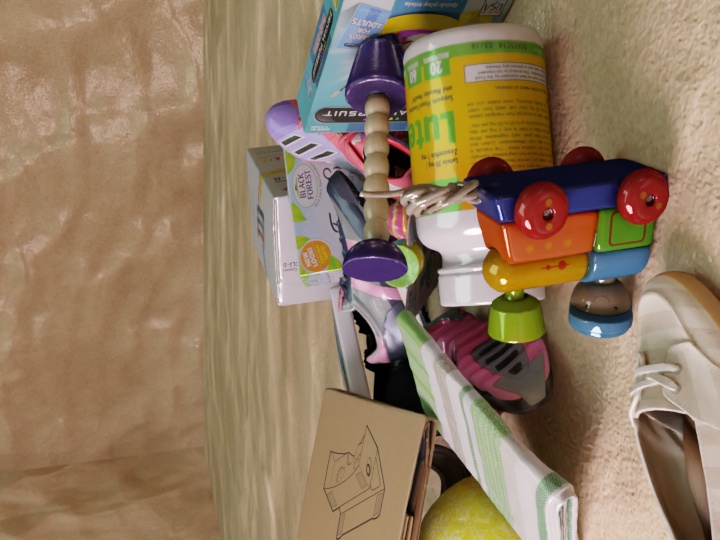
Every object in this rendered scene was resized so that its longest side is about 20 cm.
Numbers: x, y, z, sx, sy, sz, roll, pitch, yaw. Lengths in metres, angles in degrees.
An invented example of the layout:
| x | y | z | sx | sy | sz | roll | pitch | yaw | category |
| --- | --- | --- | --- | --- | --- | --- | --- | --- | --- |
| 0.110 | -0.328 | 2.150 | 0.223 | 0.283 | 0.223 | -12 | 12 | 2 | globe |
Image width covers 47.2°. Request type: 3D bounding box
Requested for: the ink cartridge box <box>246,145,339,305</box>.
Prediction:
| x | y | z | sx | sy | sz | roll | pitch | yaw | category |
| --- | --- | --- | --- | --- | --- | --- | --- | --- | --- |
| -0.059 | -0.068 | 1.065 | 0.200 | 0.143 | 0.147 | -124 | 30 | -59 | ink cartridge box |

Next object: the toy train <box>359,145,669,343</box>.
| x | y | z | sx | sy | sz | roll | pitch | yaw | category |
| --- | --- | --- | --- | --- | --- | --- | --- | --- | --- |
| 0.093 | -0.007 | 0.520 | 0.085 | 0.197 | 0.118 | -134 | 39 | -64 | toy train |

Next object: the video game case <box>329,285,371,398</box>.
| x | y | z | sx | sy | sz | roll | pitch | yaw | category |
| --- | --- | --- | --- | --- | --- | --- | --- | --- | --- |
| -0.004 | 0.146 | 0.969 | 0.183 | 0.023 | 0.203 | 89 | 169 | -63 | video game case |

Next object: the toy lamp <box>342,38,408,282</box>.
| x | y | z | sx | sy | sz | roll | pitch | yaw | category |
| --- | --- | --- | --- | --- | --- | --- | --- | --- | --- |
| 0.012 | -0.093 | 0.661 | 0.058 | 0.057 | 0.203 | 127 | 148 | -65 | toy lamp |

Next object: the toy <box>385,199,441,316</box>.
| x | y | z | sx | sy | sz | roll | pitch | yaw | category |
| --- | --- | --- | --- | --- | --- | --- | --- | --- | --- |
| 0.046 | -0.030 | 0.763 | 0.200 | 0.046 | 0.117 | -53 | -33 | -71 | toy |

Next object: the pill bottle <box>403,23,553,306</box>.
| x | y | z | sx | sy | sz | roll | pitch | yaw | category |
| --- | --- | --- | --- | --- | --- | --- | --- | --- | --- |
| 0.094 | -0.076 | 0.640 | 0.111 | 0.109 | 0.203 | 171 | 95 | -73 | pill bottle |

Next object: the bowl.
| x | y | z | sx | sy | sz | roll | pitch | yaw | category |
| --- | --- | --- | --- | --- | --- | --- | --- | --- | --- |
| 0.092 | 0.288 | 0.736 | 0.200 | 0.106 | 0.204 | 176 | 90 | -72 | bowl |

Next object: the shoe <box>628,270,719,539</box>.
| x | y | z | sx | sy | sz | roll | pitch | yaw | category |
| --- | --- | --- | --- | --- | --- | --- | --- | --- | --- |
| 0.190 | 0.096 | 0.464 | 0.070 | 0.053 | 0.203 | 126 | 137 | -64 | shoe |

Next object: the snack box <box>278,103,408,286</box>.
| x | y | z | sx | sy | sz | roll | pitch | yaw | category |
| --- | --- | --- | --- | --- | --- | --- | --- | --- | --- |
| -0.010 | -0.095 | 0.916 | 0.053 | 0.140 | 0.203 | 72 | -172 | -75 | snack box |

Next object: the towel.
| x | y | z | sx | sy | sz | roll | pitch | yaw | category |
| --- | --- | --- | --- | --- | --- | --- | --- | --- | --- |
| 0.101 | 0.133 | 0.649 | 0.200 | 0.030 | 0.150 | 51 | 165 | 39 | towel |

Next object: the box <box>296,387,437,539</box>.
| x | y | z | sx | sy | sz | roll | pitch | yaw | category |
| --- | --- | --- | --- | --- | --- | --- | --- | --- | --- |
| 0.000 | 0.206 | 0.788 | 0.199 | 0.021 | 0.166 | 1 | 79 | 63 | box |

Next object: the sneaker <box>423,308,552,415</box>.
| x | y | z | sx | sy | sz | roll | pitch | yaw | category |
| --- | --- | --- | --- | --- | --- | --- | --- | --- | --- |
| 0.112 | 0.097 | 0.718 | 0.097 | 0.078 | 0.200 | 68 | 167 | -13 | sneaker |

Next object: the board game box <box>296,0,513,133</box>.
| x | y | z | sx | sy | sz | roll | pitch | yaw | category |
| --- | --- | --- | --- | --- | --- | --- | --- | --- | --- |
| 0.034 | -0.201 | 0.744 | 0.200 | 0.149 | 0.048 | 118 | 144 | -60 | board game box |

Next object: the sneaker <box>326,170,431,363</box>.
| x | y | z | sx | sy | sz | roll | pitch | yaw | category |
| --- | --- | --- | --- | --- | --- | --- | --- | --- | --- |
| 0.000 | 0.000 | 0.835 | 0.202 | 0.081 | 0.070 | 63 | -171 | 5 | sneaker |

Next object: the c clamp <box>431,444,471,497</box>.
| x | y | z | sx | sy | sz | roll | pitch | yaw | category |
| --- | --- | --- | --- | --- | --- | --- | --- | --- | --- |
| 0.029 | 0.261 | 0.852 | 0.027 | 0.168 | 0.203 | -71 | -9 | -69 | c clamp |

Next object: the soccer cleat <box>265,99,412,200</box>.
| x | y | z | sx | sy | sz | roll | pitch | yaw | category |
| --- | --- | --- | --- | --- | --- | --- | --- | --- | --- |
| -0.015 | -0.134 | 0.856 | 0.067 | 0.198 | 0.077 | -58 | -14 | -10 | soccer cleat |

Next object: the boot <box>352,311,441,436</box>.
| x | y | z | sx | sy | sz | roll | pitch | yaw | category |
| --- | --- | --- | --- | --- | --- | --- | --- | --- | --- |
| 0.042 | 0.092 | 0.902 | 0.200 | 0.075 | 0.171 | 163 | 99 | -79 | boot |
